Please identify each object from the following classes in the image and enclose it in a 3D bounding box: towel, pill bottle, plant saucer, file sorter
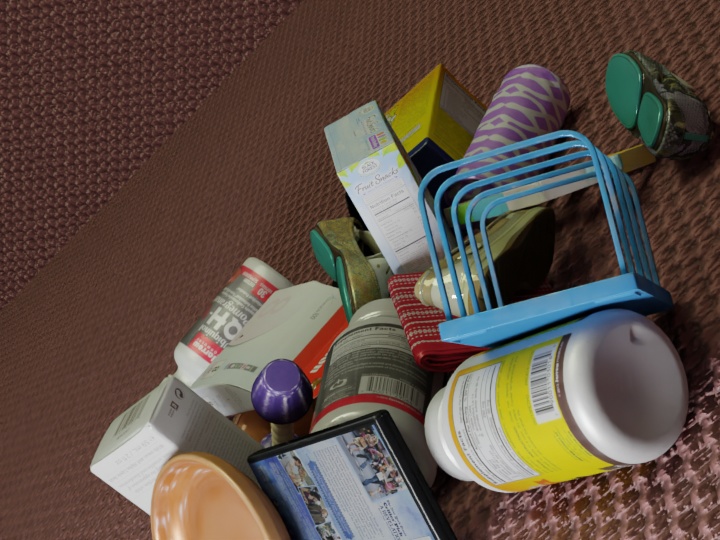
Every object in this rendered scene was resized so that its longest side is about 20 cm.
[{"bbox_3d":[0.104,0.039,1.367,0.145,0.022,0.200,-4,19,-5],"label":"towel"},{"bbox_3d":[-0.149,0.092,1.875,0.200,0.111,0.111,-52,17,-8],"label":"pill bottle"},{"bbox_3d":[-0.113,0.249,1.370,0.037,0.200,0.200,-16,-6,-37],"label":"plant saucer"},{"bbox_3d":[0.019,0.111,1.392,0.111,0.111,0.200,-40,19,27],"label":"pill bottle"},{"bbox_3d":[0.135,-0.018,1.163,0.139,0.123,0.200,-16,-9,16],"label":"file sorter"},{"bbox_3d":[0.134,0.101,1.157,0.200,0.109,0.109,-25,30,53],"label":"pill bottle"}]

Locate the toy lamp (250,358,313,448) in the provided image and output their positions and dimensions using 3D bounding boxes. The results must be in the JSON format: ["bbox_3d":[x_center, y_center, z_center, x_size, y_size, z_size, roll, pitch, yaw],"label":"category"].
[{"bbox_3d":[-0.073,0.136,1.466,0.058,0.058,0.200,-57,-10,-25],"label":"toy lamp"}]

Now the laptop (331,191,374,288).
[{"bbox_3d":[-0.022,-0.028,1.788,0.200,0.103,0.177,-49,15,30],"label":"laptop"}]

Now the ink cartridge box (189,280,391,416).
[{"bbox_3d":[-0.069,0.072,1.613,0.163,0.057,0.200,-49,15,-32],"label":"ink cartridge box"}]

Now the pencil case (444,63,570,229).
[{"bbox_3d":[0.153,-0.125,1.645,0.085,0.084,0.200,-43,13,53],"label":"pencil case"}]

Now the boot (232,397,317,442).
[{"bbox_3d":[-0.045,0.142,1.602,0.200,0.077,0.155,-46,20,-14],"label":"boot"}]

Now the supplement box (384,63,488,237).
[{"bbox_3d":[0.081,-0.121,1.762,0.110,0.109,0.200,-40,19,27],"label":"supplement box"}]

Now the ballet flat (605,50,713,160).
[{"bbox_3d":[0.272,-0.145,1.423,0.072,0.072,0.200,-45,20,14],"label":"ballet flat"}]

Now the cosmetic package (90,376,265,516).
[{"bbox_3d":[-0.138,0.198,1.466,0.102,0.200,0.074,-37,21,37],"label":"cosmetic package"}]

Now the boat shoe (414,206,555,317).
[{"bbox_3d":[0.115,-0.010,1.365,0.063,0.073,0.201,9,25,25],"label":"boat shoe"}]

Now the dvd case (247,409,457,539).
[{"bbox_3d":[-0.006,0.192,1.266,0.018,0.143,0.200,-29,2,-37],"label":"dvd case"}]

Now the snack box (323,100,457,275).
[{"bbox_3d":[0.043,-0.050,1.539,0.068,0.200,0.169,-30,20,5],"label":"snack box"}]

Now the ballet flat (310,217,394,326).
[{"bbox_3d":[0.000,0.000,1.587,0.071,0.071,0.200,-46,28,10],"label":"ballet flat"}]

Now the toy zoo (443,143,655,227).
[{"bbox_3d":[0.181,-0.080,1.465,0.131,0.020,0.200,-20,3,-29],"label":"toy zoo"}]
